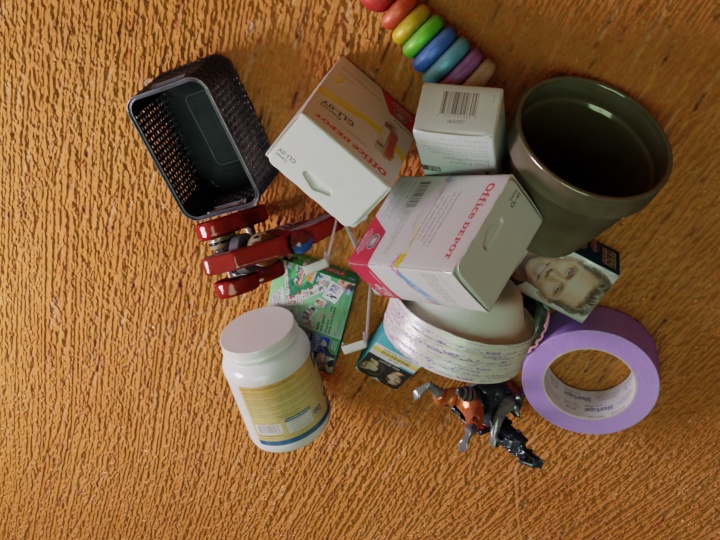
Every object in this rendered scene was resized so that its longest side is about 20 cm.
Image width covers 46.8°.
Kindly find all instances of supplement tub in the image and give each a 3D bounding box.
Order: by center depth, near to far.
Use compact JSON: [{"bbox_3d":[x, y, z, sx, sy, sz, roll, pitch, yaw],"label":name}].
[{"bbox_3d":[-0.137,0.174,1.337,0.144,0.145,0.201,-4,122,19],"label":"supplement tub"}]

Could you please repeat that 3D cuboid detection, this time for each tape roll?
[{"bbox_3d":[0.347,0.152,1.261,0.199,0.066,0.201,8,124,11],"label":"tape roll"}]

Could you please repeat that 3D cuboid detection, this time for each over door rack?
[{"bbox_3d":[0.000,0.000,1.177,0.066,0.200,0.148,-14,116,23],"label":"over door rack"}]

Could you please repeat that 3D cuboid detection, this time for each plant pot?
[{"bbox_3d":[0.260,-0.111,1.049,0.199,0.201,0.174,22,142,2],"label":"plant pot"}]

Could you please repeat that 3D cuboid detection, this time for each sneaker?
[{"bbox_3d":[0.190,0.094,1.245,0.095,0.079,0.200,25,131,-36],"label":"sneaker"}]

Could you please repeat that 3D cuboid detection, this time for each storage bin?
[{"bbox_3d":[-0.220,-0.187,1.188,0.134,0.094,0.201,-12,119,23],"label":"storage bin"}]

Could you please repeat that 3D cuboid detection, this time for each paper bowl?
[{"bbox_3d":[0.138,0.055,1.118,0.199,0.201,0.105,19,113,4],"label":"paper bowl"}]

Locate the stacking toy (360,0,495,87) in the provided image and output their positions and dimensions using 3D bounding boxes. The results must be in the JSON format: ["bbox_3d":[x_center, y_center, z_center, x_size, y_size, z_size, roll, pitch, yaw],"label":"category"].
[{"bbox_3d":[0.073,-0.294,1.040,0.200,0.085,0.085,43,124,-8],"label":"stacking toy"}]

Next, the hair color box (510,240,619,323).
[{"bbox_3d":[0.254,-0.018,1.177,0.199,0.061,0.100,26,127,-2],"label":"hair color box"}]

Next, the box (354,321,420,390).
[{"bbox_3d":[0.060,0.118,1.288,0.082,0.049,0.200,28,150,-3],"label":"box"}]

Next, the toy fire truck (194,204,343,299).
[{"bbox_3d":[-0.129,-0.040,1.196,0.167,0.200,0.113,-14,98,23],"label":"toy fire truck"}]

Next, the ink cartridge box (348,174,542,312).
[{"bbox_3d":[0.100,-0.037,1.024,0.199,0.148,0.086,9,150,51],"label":"ink cartridge box"}]

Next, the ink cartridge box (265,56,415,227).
[{"bbox_3d":[-0.016,-0.169,1.070,0.145,0.200,0.083,39,125,-11],"label":"ink cartridge box"}]

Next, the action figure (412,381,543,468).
[{"bbox_3d":[0.201,0.219,1.282,0.200,0.193,0.105,33,115,34],"label":"action figure"}]

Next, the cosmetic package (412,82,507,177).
[{"bbox_3d":[0.132,-0.152,1.054,0.101,0.075,0.200,8,159,16],"label":"cosmetic package"}]

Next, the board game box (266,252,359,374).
[{"bbox_3d":[-0.087,0.070,1.360,0.134,0.029,0.201,20,127,5],"label":"board game box"}]
